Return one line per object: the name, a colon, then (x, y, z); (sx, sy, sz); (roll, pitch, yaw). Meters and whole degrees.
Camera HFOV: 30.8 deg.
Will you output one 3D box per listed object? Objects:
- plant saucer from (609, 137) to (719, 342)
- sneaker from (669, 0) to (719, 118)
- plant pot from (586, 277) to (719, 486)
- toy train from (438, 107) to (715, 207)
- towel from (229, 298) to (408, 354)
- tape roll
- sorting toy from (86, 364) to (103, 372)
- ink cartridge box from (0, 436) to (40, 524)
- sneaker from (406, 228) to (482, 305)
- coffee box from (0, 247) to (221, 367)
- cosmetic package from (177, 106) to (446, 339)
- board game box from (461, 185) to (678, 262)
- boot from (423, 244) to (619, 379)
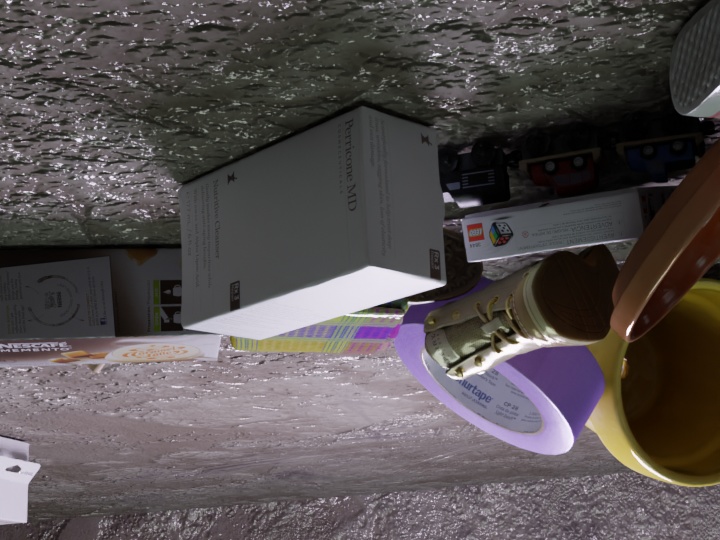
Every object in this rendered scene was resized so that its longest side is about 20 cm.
plant saucer: (0.230, -0.039, 0.866); (0.200, 0.032, 0.201); (-43, 162, -18)
sneaker: (0.247, -0.125, 0.683); (0.103, 0.076, 0.200); (4, 171, -9)
plant pot: (0.300, 0.107, 1.341); (0.198, 0.204, 0.189); (2, 180, -19)
toy train: (0.143, -0.073, 0.898); (0.197, 0.046, 0.034); (-9, 164, 18)
towel: (-0.039, 0.045, 1.101); (0.141, 0.023, 0.200); (2, 167, -5)
tape roll: (0.129, 0.089, 1.240); (0.199, 0.066, 0.201); (30, 158, 13)
sorting toy: (-0.345, 0.060, 1.303); (0.197, 0.037, 0.185); (7, 162, -19)
ink cartridge box: (-0.605, 0.325, 2.005); (0.197, 0.127, 0.128); (-8, 164, 20)
sneaker: (0.000, 0.000, 1.110); (0.197, 0.068, 0.090); (-3, 173, -4)
coffee box: (-0.221, 0.033, 1.136); (0.197, 0.081, 0.114); (-1, 164, -10)
cosmetic package: (-0.037, -0.026, 0.910); (0.081, 0.114, 0.199); (11, 157, -42)
board game box: (0.167, -0.036, 0.953); (0.125, 0.035, 0.199); (-8, 180, 26)
boot: (0.114, 0.039, 1.018); (0.154, 0.074, 0.200); (-24, 180, 25)
